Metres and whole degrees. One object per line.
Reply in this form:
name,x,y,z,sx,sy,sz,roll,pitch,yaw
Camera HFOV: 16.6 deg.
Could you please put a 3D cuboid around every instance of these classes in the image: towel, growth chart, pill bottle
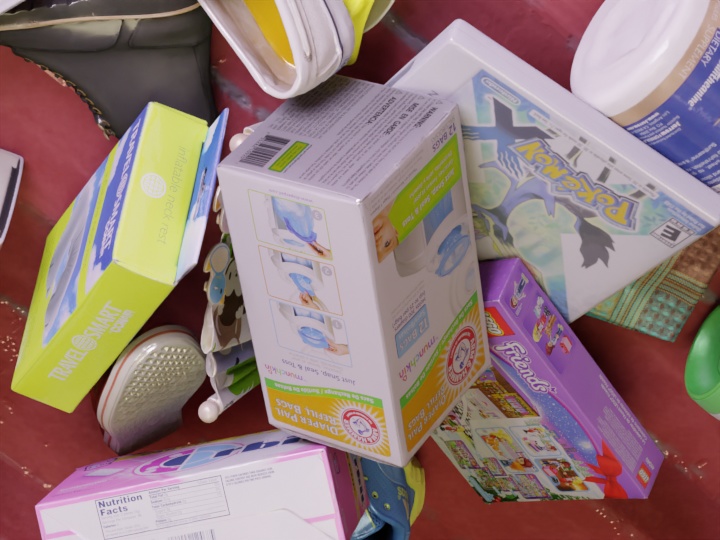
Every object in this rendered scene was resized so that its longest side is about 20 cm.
towel,0.143,-0.035,1.581,0.199,0.022,0.147,18,126,-13
growth chart,-0.067,-0.004,1.519,0.018,0.145,0.201,15,113,15
pill bottle,0.232,-0.092,1.480,0.200,0.111,0.111,33,120,-22

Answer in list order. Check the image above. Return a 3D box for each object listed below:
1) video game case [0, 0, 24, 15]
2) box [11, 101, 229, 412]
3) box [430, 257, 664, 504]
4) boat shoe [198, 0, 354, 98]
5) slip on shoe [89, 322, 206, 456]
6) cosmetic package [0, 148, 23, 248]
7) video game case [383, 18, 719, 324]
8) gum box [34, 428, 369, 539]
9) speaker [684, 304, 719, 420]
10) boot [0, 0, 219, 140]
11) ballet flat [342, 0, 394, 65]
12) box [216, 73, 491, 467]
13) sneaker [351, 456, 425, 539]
video game case,-0.290,-0.212,1.403,0.143,0.018,0.200,-27,98,20
box,-0.148,-0.011,1.501,0.048,0.122,0.200,22,143,-18
box,0.092,0.076,1.615,0.137,0.039,0.200,-5,134,40
boat shoe,-0.080,-0.187,1.402,0.071,0.070,0.200,-21,104,38
slip on shoe,-0.143,0.067,1.581,0.074,0.061,0.200,-25,169,-14
cosmetic package,-0.289,0.016,1.571,0.087,0.104,0.200,19,126,-13
video game case,0.091,-0.052,1.495,0.200,0.022,0.182,32,146,-14
gum box,-0.103,0.151,1.570,0.199,0.114,0.066,-11,96,8
speaker,0.316,0.090,1.634,0.200,0.089,0.089,24,123,-17
boot,-0.183,-0.125,1.487,0.199,0.078,0.139,-1,134,5
ballet flat,0.005,-0.195,1.444,0.067,0.067,0.200,3,133,-29
box,0.000,0.000,1.472,0.101,0.113,0.201,15,132,30
sneaker,-0.003,0.115,1.641,0.076,0.105,0.200,-18,125,13
